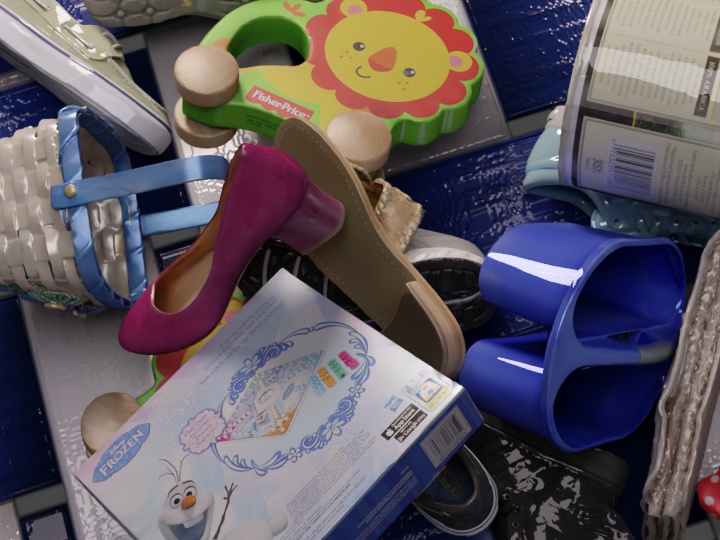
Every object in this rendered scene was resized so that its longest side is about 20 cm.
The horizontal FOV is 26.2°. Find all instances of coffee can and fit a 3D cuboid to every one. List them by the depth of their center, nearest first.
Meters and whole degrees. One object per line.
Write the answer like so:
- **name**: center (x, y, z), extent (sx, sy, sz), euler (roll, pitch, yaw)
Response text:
- **coffee can**: center (0.246, -0.106, 1.030), extent (0.198, 0.147, 0.148), euler (15, 71, 14)

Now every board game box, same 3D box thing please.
- **board game box**: center (-0.056, 0.114, 0.978), extent (0.200, 0.043, 0.199), euler (-45, 43, -13)

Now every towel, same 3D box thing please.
- **towel**: center (0.224, 0.086, 1.048), extent (0.034, 0.133, 0.202), euler (14, 70, 15)

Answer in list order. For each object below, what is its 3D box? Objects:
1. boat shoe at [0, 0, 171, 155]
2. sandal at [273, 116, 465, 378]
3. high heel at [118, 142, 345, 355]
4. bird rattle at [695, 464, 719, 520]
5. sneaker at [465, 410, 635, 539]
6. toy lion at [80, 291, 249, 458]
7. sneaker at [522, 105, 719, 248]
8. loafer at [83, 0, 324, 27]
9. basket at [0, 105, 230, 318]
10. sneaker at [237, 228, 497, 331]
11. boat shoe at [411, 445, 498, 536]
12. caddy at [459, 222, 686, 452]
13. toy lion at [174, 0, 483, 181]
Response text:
- **boat shoe**: center (-0.216, -0.162, 1.191), extent (0.199, 0.072, 0.062), euler (36, 78, 17)
- **sandal**: center (0.019, -0.017, 1.048), extent (0.069, 0.078, 0.213), euler (-13, 60, -40)
- **high heel**: center (-0.111, -0.016, 1.028), extent (0.199, 0.096, 0.068), euler (-36, 43, 21)
- **bird rattle**: center (0.280, 0.216, 1.021), extent (0.162, 0.112, 0.202), euler (26, 68, -21)
- **sneaker**: center (0.110, 0.161, 1.064), extent (0.198, 0.060, 0.105), euler (18, 72, 9)
- **toy lion**: center (-0.086, 0.119, 1.095), extent (0.191, 0.069, 0.201), euler (-31, 72, -16)
- **sneaker**: center (0.210, -0.041, 1.132), extent (0.199, 0.074, 0.082), euler (29, 83, 21)
- **loafer**: center (-0.119, -0.234, 1.212), extent (0.198, 0.070, 0.070), euler (-1, 53, -8)
- **basket**: center (-0.174, -0.042, 1.098), extent (0.198, 0.176, 0.141), euler (-15, 81, 8)
- **sneaker**: center (0.000, 0.000, 1.121), extent (0.198, 0.079, 0.075), euler (8, 113, -3)
- **boat shoe**: center (0.010, 0.101, 1.038), extent (0.070, 0.066, 0.200), euler (-43, 68, -7)
- **caddy**: center (0.154, 0.042, 1.030), extent (0.104, 0.199, 0.143), euler (18, 102, 32)
- **toy lion**: center (-0.015, -0.148, 1.161), extent (0.198, 0.069, 0.192), euler (24, 55, 11)
